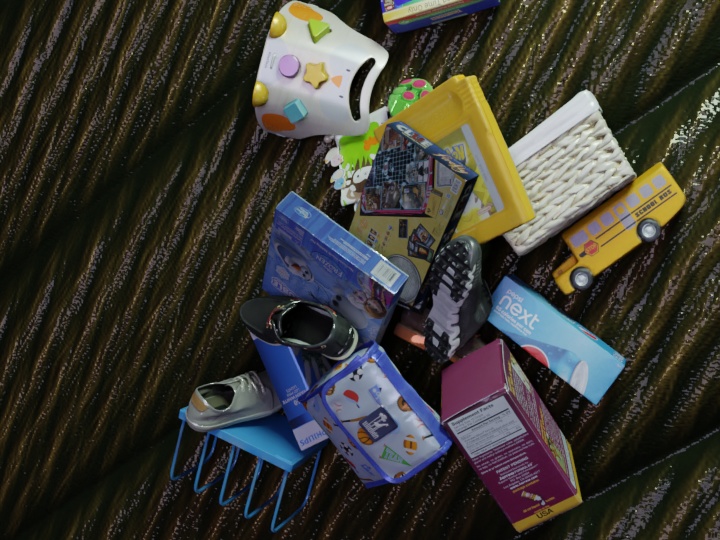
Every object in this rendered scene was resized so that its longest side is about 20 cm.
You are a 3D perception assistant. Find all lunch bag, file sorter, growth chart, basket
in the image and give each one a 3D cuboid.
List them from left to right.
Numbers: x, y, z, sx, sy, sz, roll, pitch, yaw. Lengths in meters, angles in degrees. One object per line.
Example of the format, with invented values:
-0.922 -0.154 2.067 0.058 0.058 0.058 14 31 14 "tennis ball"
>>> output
-0.174 0.290 1.307 0.196 0.138 0.126 21 102 18 "file sorter"
0.019 -0.153 1.239 0.143 0.018 0.203 -29 54 14 "growth chart"
0.022 0.192 1.149 0.171 0.124 0.200 50 150 -2 "lunch bag"
0.258 -0.123 1.131 0.199 0.135 0.125 -37 82 19 "basket"

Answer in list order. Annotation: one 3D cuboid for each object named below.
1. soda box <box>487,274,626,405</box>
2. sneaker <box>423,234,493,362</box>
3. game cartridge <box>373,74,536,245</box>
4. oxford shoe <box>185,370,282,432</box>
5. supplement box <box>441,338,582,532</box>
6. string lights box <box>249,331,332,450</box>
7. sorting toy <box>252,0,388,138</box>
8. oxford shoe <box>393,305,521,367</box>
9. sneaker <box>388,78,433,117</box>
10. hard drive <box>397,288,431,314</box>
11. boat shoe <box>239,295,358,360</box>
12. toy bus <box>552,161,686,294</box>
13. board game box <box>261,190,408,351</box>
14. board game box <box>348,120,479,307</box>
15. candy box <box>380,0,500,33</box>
0.265 0.092 1.174 0.199 0.064 0.069 38 104 16 "soda box"
0.138 0.028 1.128 0.066 0.089 0.203 42 141 35 "sneaker"
0.116 -0.127 1.099 0.175 0.032 0.204 -26 89 44 "game cartridge"
-0.170 0.182 1.273 0.075 0.197 0.059 41 130 35 "oxford shoe"
0.198 0.218 1.132 0.102 0.132 0.202 -29 107 18 "supplement box"
-0.088 0.156 1.286 0.058 0.102 0.204 -28 83 21 "string lights box"
-0.054 -0.286 1.263 0.176 0.107 0.205 17 98 11 "sorting toy"
0.146 0.096 1.217 0.196 0.071 0.074 23 90 15 "oxford shoe"
0.108 -0.198 1.214 0.076 0.084 0.201 -39 60 -1 "sneaker"
0.065 -0.056 1.220 0.137 0.038 0.204 21 78 19 "hard drive"
-0.096 0.069 1.182 0.198 0.063 0.075 14 73 36 "boat shoe"
0.340 -0.050 1.140 0.199 0.065 0.079 -38 79 18 "toy bus"
-0.043 0.018 1.190 0.198 0.043 0.201 36 147 12 "board game box"
0.060 -0.073 1.120 0.135 0.034 0.203 37 127 22 "board game box"
0.100 -0.462 1.207 0.165 0.077 0.205 -10 90 20 "candy box"
